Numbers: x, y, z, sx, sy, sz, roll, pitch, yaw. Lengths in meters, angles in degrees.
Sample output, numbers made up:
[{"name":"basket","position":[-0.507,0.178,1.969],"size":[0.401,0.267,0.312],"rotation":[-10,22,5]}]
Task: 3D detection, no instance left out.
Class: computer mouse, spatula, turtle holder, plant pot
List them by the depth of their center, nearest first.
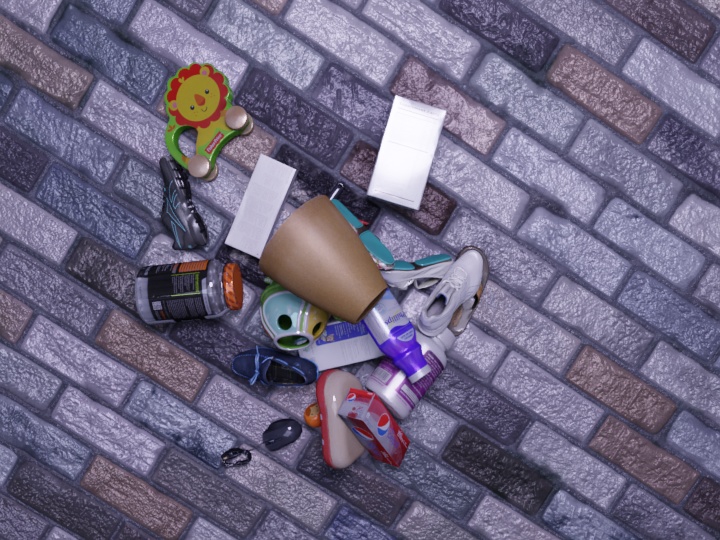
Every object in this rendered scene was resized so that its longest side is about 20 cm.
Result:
[{"name":"plant pot","position":[-0.051,-0.003,1.026],"size":[0.200,0.186,0.187],"rotation":[41,94,9]},{"name":"turtle holder","position":[-0.115,0.089,1.135],"size":[0.183,0.142,0.133],"rotation":[3,53,-7]},{"name":"spatula","position":[-0.095,-0.108,1.194],"size":[0.056,0.021,0.201],"rotation":[37,94,-2]},{"name":"computer mouse","position":[-0.220,0.386,1.233],"size":[0.198,0.034,0.059],"rotation":[-28,96,3]}]

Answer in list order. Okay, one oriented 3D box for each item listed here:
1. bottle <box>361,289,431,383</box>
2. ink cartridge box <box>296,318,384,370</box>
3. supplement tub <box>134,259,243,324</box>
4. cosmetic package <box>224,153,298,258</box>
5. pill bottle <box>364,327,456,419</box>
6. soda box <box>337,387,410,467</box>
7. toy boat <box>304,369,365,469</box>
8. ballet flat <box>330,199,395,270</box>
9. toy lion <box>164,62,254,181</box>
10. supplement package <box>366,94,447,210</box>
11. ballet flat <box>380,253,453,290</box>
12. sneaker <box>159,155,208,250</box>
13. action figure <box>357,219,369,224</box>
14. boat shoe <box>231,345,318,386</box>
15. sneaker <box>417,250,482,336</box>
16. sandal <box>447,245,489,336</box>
[{"name":"bottle","position":[0.064,0.123,1.091],"size":[0.083,0.065,0.201],"rotation":[-23,75,-40]},{"name":"ink cartridge box","position":[-0.038,0.153,1.209],"size":[0.197,0.039,0.101],"rotation":[-12,95,2]},{"name":"supplement tub","position":[-0.350,0.043,1.157],"size":[0.197,0.123,0.124],"rotation":[-5,95,1]},{"name":"cosmetic package","position":[-0.207,-0.134,1.176],"size":[0.082,0.051,0.202],"rotation":[24,95,0]},{"name":"pill bottle","position":[0.109,0.197,1.162],"size":[0.112,0.112,0.200],"rotation":[43,75,-4]},{"name":"soda box","position":[0.031,0.327,1.156],"size":[0.064,0.069,0.201],"rotation":[-60,137,-31]},{"name":"toy boat","position":[-0.064,0.313,1.196],"size":[0.129,0.130,0.203],"rotation":[0,97,30]},{"name":"ballet flat","position":[-0.010,-0.061,1.124],"size":[0.200,0.075,0.064],"rotation":[48,126,19]},{"name":"toy lion","position":[-0.333,-0.318,1.159],"size":[0.191,0.069,0.201],"rotation":[40,94,4]},{"name":"supplement package","position":[0.091,-0.234,1.138],"size":[0.112,0.110,0.202],"rotation":[17,95,-1]},{"name":"ballet flat","position":[0.107,0.009,1.162],"size":[0.198,0.069,0.070],"rotation":[-7,96,-23]},{"name":"sneaker","position":[-0.387,-0.138,1.164],"size":[0.078,0.075,0.202],"rotation":[-19,95,4]},{"name":"action figure","position":[0.000,0.000,1.181],"size":[0.098,0.065,0.202],"rotation":[18,95,7]},{"name":"boat shoe","position":[-0.189,0.204,1.180],"size":[0.197,0.069,0.085],"rotation":[-2,99,17]},{"name":"sneaker","position":[0.187,0.041,1.119],"size":[0.074,0.087,0.201],"rotation":[31,76,17]},{"name":"sandal","position":[0.222,0.048,1.191],"size":[0.081,0.055,0.202],"rotation":[21,95,-2]}]
